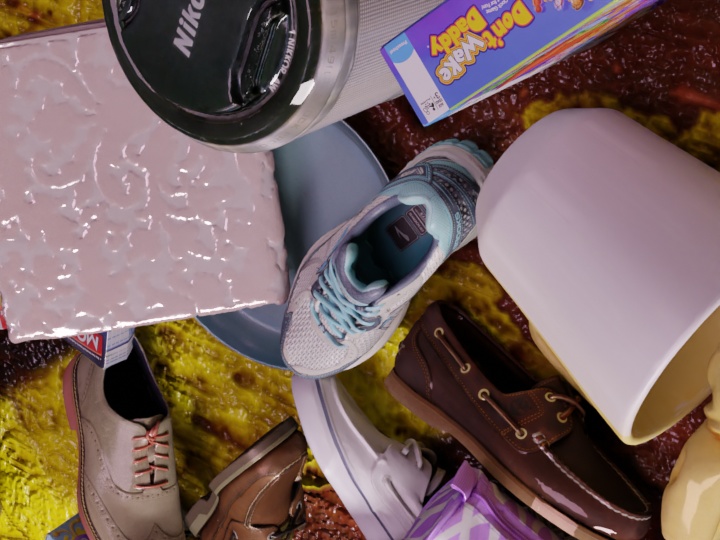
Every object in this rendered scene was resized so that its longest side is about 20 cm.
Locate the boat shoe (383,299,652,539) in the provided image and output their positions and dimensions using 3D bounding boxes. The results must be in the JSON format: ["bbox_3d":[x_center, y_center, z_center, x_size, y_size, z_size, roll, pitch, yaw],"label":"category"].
[{"bbox_3d":[0.100,0.092,0.970,0.200,0.070,0.070,37,104,27],"label":"boat shoe"}]

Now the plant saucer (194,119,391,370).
[{"bbox_3d":[-0.053,-0.030,1.059,0.200,0.027,0.201,11,114,25],"label":"plant saucer"}]

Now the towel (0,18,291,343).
[{"bbox_3d":[-0.148,-0.061,1.008,0.190,0.032,0.201,-9,109,-7],"label":"towel"}]

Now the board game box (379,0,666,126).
[{"bbox_3d":[0.117,-0.144,0.797,0.134,0.200,0.045,-31,90,38],"label":"board game box"}]

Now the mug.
[{"bbox_3d":[0.136,0.004,0.882,0.153,0.149,0.187,44,120,22],"label":"mug"}]

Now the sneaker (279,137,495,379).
[{"bbox_3d":[0.000,0.000,0.972,0.078,0.086,0.200,43,123,6],"label":"sneaker"}]

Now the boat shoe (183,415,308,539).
[{"bbox_3d":[-0.064,0.160,1.099,0.068,0.072,0.200,52,155,9],"label":"boat shoe"}]

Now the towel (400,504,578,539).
[{"bbox_3d":[0.101,0.249,1.014,0.192,0.035,0.201,-20,96,11],"label":"towel"}]

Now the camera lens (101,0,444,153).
[{"bbox_3d":[-0.033,-0.162,0.893,0.160,0.200,0.161,13,115,30],"label":"camera lens"}]

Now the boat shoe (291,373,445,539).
[{"bbox_3d":[0.026,0.143,1.060,0.065,0.074,0.200,-30,98,11],"label":"boat shoe"}]

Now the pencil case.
[{"bbox_3d":[0.115,0.202,0.948,0.200,0.084,0.086,36,141,-3],"label":"pencil case"}]

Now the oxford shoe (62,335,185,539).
[{"bbox_3d":[-0.165,0.139,1.145,0.075,0.070,0.201,-41,64,50],"label":"oxford shoe"}]

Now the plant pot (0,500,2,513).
[{"bbox_3d":[-0.389,0.150,1.281,0.200,0.200,0.184,-12,112,37],"label":"plant pot"}]

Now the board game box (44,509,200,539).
[{"bbox_3d":[-0.140,0.266,1.185,0.200,0.105,0.103,39,131,16],"label":"board game box"}]

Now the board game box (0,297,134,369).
[{"bbox_3d":[-0.219,-0.025,1.145,0.200,0.062,0.200,33,127,34],"label":"board game box"}]

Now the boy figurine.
[{"bbox_3d":[0.208,0.112,0.877,0.064,0.124,0.200,31,133,25],"label":"boy figurine"}]
